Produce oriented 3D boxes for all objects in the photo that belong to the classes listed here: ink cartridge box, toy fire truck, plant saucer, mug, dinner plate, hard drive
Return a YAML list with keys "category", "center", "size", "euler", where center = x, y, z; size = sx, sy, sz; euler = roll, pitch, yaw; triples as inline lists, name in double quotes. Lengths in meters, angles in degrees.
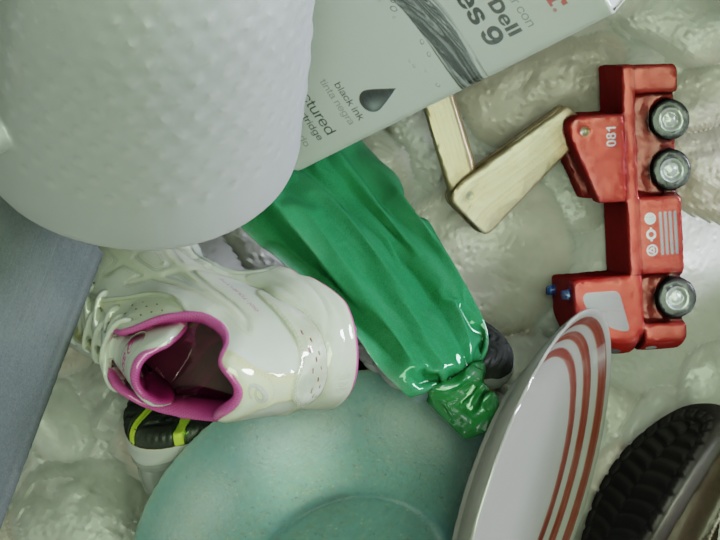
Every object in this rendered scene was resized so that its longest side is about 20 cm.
- category: "ink cartridge box"
  center: [0.018, -0.155, 1.114]
  size: [0.146, 0.200, 0.084]
  euler: [56, 39, -12]
- category: "toy fire truck"
  center: [0.093, -0.055, 1.238]
  size: [0.141, 0.049, 0.201]
  euler: [-3, 95, -10]
- category: "plant saucer"
  center: [-0.012, 0.145, 1.197]
  size: [0.200, 0.039, 0.202]
  euler: [-9, 119, -17]
- category: "mug"
  center: [-0.112, -0.111, 1.017]
  size: [0.200, 0.176, 0.148]
  euler: [-24, 55, -27]
- category: "dinner plate"
  center: [0.077, 0.112, 1.183]
  size: [0.024, 0.200, 0.201]
  euler: [16, 91, 18]
- category: "hard drive"
  center: [-0.194, 0.040, 1.060]
  size: [0.140, 0.033, 0.200]
  euler: [44, 52, -40]

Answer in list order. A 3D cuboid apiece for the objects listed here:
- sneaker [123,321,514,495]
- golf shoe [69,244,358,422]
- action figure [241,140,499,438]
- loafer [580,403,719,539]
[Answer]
- category: "sneaker"
  center: [-0.019, 0.071, 1.225]
  size: [0.199, 0.075, 0.077]
  euler: [-14, 124, -10]
- category: "golf shoe"
  center: [-0.099, 0.023, 1.142]
  size: [0.091, 0.200, 0.076]
  euler: [-22, 118, -50]
- category: "action figure"
  center: [0.000, 0.000, 1.177]
  size: [0.118, 0.055, 0.200]
  euler: [-24, 66, -38]
- category: "loafer"
  center: [0.148, 0.163, 1.257]
  size: [0.071, 0.073, 0.200]
  euler: [26, 94, -21]
